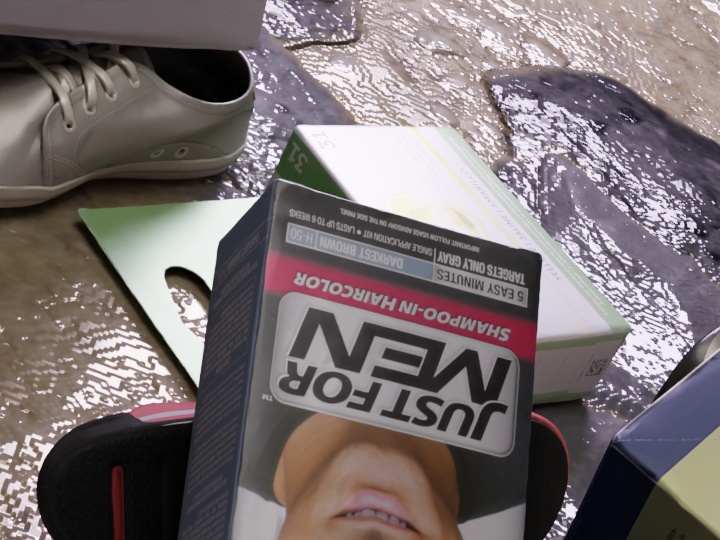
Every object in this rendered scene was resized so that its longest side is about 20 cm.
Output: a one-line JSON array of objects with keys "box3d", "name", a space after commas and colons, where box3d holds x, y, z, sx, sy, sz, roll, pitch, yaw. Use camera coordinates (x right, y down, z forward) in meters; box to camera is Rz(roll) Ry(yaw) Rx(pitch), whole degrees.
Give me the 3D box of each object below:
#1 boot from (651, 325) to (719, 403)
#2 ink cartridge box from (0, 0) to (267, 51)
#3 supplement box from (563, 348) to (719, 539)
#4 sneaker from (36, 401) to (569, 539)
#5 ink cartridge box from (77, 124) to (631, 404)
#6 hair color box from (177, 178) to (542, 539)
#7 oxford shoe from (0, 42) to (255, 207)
[{"box3d": [0.239, 0.075, 0.918, 0.203, 0.074, 0.154, -19, 56, -42], "name": "boot"}, {"box3d": [-0.140, -0.197, 0.898, 0.144, 0.149, 0.200, -1, 22, -39], "name": "ink cartridge box"}, {"box3d": [0.198, 0.115, 0.721, 0.200, 0.135, 0.199, 41, 51, 20], "name": "supplement box"}, {"box3d": [-0.027, 0.076, 0.737, 0.198, 0.075, 0.087, 1, 12, -28], "name": "sneaker"}, {"box3d": [0.000, 0.000, 0.869, 0.199, 0.048, 0.146, -3, 43, -43], "name": "ink cartridge box"}, {"box3d": [-0.003, 0.083, 0.643, 0.098, 0.061, 0.202, 15, 65, -19], "name": "hair color box"}, {"box3d": [-0.123, -0.070, 0.867, 0.199, 0.058, 0.075, -10, 50, -42], "name": "oxford shoe"}]
